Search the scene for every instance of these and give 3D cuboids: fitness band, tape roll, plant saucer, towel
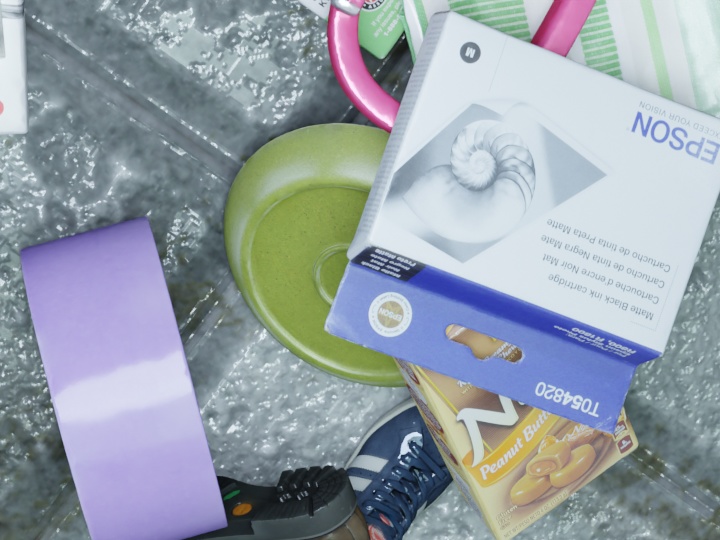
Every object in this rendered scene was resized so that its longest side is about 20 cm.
[{"bbox_3d":[0.065,-0.170,1.413,0.143,0.037,0.201,30,90,-11],"label":"fitness band"},{"bbox_3d":[-0.147,0.073,1.482,0.084,0.200,0.201,-16,112,-5],"label":"tape roll"},{"bbox_3d":[0.000,0.000,1.520,0.198,0.031,0.201,11,126,15],"label":"plant saucer"},{"bbox_3d":[0.133,-0.127,1.457,0.199,0.023,0.154,-16,96,-7],"label":"towel"}]

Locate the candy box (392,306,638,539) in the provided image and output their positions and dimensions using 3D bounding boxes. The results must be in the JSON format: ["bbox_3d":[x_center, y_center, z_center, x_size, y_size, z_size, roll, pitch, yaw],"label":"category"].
[{"bbox_3d":[0.095,0.072,1.503,0.115,0.055,0.201,-35,137,-8],"label":"candy box"}]

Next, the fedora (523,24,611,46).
[{"bbox_3d":[0.129,-0.078,1.540,0.199,0.092,0.202,-3,110,-10],"label":"fedora"}]

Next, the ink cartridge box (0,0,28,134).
[{"bbox_3d":[-0.275,-0.182,1.428,0.146,0.083,0.202,-5,110,-10],"label":"ink cartridge box"}]

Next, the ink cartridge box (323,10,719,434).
[{"bbox_3d":[0.101,-0.025,1.396,0.198,0.041,0.201,19,90,-13],"label":"ink cartridge box"}]

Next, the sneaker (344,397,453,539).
[{"bbox_3d":[0.010,0.168,1.607,0.200,0.085,0.075,-45,111,6],"label":"sneaker"}]

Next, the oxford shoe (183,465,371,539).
[{"bbox_3d":[-0.077,0.182,1.557,0.073,0.199,0.085,-50,124,-40],"label":"oxford shoe"}]

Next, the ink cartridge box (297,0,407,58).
[{"bbox_3d":[-0.031,-0.248,1.452,0.199,0.084,0.146,33,100,-20],"label":"ink cartridge box"}]
